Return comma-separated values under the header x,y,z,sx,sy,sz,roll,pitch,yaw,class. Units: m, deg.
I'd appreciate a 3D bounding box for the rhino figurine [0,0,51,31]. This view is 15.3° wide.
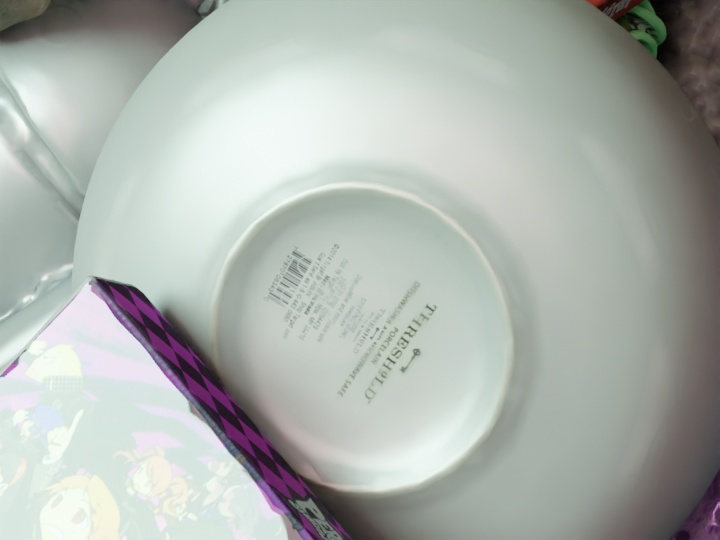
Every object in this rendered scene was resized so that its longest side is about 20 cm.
x,y,z,sx,sy,sz,roll,pitch,yaw,class
-0.160,-0.101,0.825,0.199,0.060,0.088,-13,106,44,rhino figurine

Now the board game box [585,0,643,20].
x,y,z,sx,sy,sz,roll,pitch,yaw,class
0.013,-0.146,0.824,0.200,0.103,0.020,38,127,13,board game box

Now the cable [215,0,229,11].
x,y,z,sx,sy,sz,roll,pitch,yaw,class
0.000,0.000,0.810,0.097,0.050,0.201,-29,83,15,cable

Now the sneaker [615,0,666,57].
x,y,z,sx,sy,sz,roll,pitch,yaw,class
0.066,-0.068,0.816,0.088,0.077,0.200,-38,63,-15,sneaker

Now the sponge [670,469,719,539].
x,y,z,sx,sy,sz,roll,pitch,yaw,class
0.149,0.044,0.799,0.199,0.030,0.112,-8,81,22,sponge

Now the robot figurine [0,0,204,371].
x,y,z,sx,sy,sz,roll,pitch,yaw,class
-0.115,-0.023,0.868,0.200,0.113,0.170,-37,44,16,robot figurine

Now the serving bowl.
x,y,z,sx,sy,sz,roll,pitch,yaw,class
0.007,0.013,0.741,0.199,0.066,0.202,3,100,15,serving bowl

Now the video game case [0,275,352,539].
x,y,z,sx,sy,sz,roll,pitch,yaw,class
-0.064,0.135,0.692,0.181,0.036,0.200,-45,70,10,video game case
